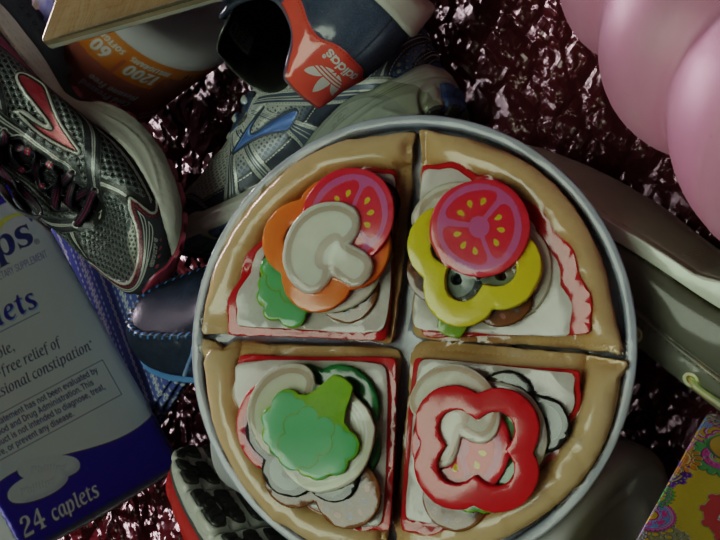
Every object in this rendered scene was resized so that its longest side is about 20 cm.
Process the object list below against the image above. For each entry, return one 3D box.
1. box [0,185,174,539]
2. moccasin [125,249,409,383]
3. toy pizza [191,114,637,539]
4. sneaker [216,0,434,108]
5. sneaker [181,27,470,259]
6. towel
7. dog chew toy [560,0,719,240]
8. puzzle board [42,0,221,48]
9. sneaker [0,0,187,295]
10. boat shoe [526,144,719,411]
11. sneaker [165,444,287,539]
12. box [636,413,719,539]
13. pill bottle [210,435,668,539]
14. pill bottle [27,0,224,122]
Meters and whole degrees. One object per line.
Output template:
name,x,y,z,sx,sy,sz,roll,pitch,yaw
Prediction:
box,-0.215,0.060,1.154,0.200,0.105,0.184,60,152,1
moccasin,-0.023,-0.002,0.966,0.200,0.068,0.081,-14,42,19
toy pizza,0.018,0.031,0.889,0.200,0.032,0.201,-1,85,17
sneaker,-0.044,-0.137,1.009,0.085,0.075,0.200,-48,31,1
sneaker,-0.030,-0.069,1.063,0.200,0.077,0.085,-29,66,33
towel,-0.132,0.019,1.146,0.145,0.024,0.200,66,153,16
dog chew toy,0.156,-0.089,0.855,0.200,0.124,0.125,47,124,37
puzzle board,-0.068,-0.198,1.013,0.151,0.017,0.200,-12,48,31
sneaker,-0.166,-0.060,1.042,0.200,0.075,0.081,46,129,13
boat shoe,0.125,0.006,0.923,0.202,0.072,0.060,34,113,30
sneaker,-0.059,0.169,1.025,0.085,0.077,0.200,-54,42,25
box,0.187,0.192,0.793,0.200,0.122,0.193,20,125,17
pill bottle,0.032,0.101,0.977,0.200,0.120,0.120,24,111,31
pill bottle,-0.160,-0.120,1.137,0.200,0.112,0.112,-31,75,40
